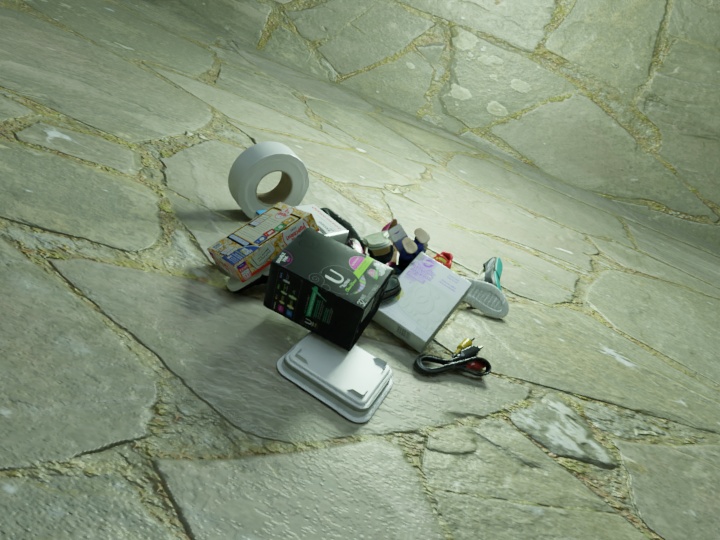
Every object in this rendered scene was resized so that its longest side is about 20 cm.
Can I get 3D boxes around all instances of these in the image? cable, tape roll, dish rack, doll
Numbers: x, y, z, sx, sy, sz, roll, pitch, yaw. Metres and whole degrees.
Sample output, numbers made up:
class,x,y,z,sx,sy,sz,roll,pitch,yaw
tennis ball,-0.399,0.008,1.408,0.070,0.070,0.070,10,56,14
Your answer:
class,x,y,z,sx,sy,sz,roll,pitch,yaw
cable,0.205,0.207,1.149,0.200,0.050,0.097,-14,62,-30
tape roll,-0.235,-0.228,1.369,0.202,0.203,0.071,-4,38,-38
dish rack,-0.038,0.181,0.999,0.200,0.044,0.172,29,31,13
doll,0.121,-0.032,1.322,0.136,0.200,0.048,-37,73,-13

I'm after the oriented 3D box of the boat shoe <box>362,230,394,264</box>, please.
class,x,y,z,sx,sy,sz,roll,pitch,yaw
boat shoe,0.047,-0.059,1.340,0.075,0.062,0.200,-15,14,1

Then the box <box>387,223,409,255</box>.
class,x,y,z,sx,sy,sz,roll,pitch,yaw
box,0.113,-0.059,1.369,0.039,0.041,0.200,61,4,24

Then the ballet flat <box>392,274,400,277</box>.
class,x,y,z,sx,sy,sz,roll,pitch,yaw
ballet flat,0.118,0.049,1.295,0.200,0.072,0.072,33,31,17

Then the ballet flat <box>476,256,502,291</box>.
class,x,y,z,sx,sy,sz,roll,pitch,yaw
ballet flat,0.372,0.023,1.520,0.073,0.073,0.200,24,30,3

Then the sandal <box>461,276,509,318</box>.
class,x,y,z,sx,sy,sz,roll,pitch,yaw
sandal,0.304,0.064,1.412,0.202,0.083,0.050,26,-14,-8

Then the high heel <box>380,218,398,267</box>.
class,x,y,z,sx,sy,sz,roll,pitch,yaw
high heel,0.079,-0.060,1.416,0.067,0.096,0.200,20,29,-5

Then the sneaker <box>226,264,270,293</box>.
class,x,y,z,sx,sy,sz,roll,pitch,yaw
sneaker,-0.182,0.014,1.147,0.200,0.112,0.073,-40,32,-24

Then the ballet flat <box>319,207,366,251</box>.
class,x,y,z,sx,sy,sz,roll,pitch,yaw
ballet flat,-0.046,-0.111,1.449,0.200,0.066,0.057,45,20,30

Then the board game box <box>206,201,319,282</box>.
class,x,y,z,sx,sy,sz,roll,pitch,yaw
board game box,-0.210,-0.067,1.133,0.200,0.046,0.151,-37,34,-21

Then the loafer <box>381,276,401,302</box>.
class,x,y,z,sx,sy,sz,roll,pitch,yaw
loafer,-0.010,0.036,1.156,0.200,0.063,0.072,-8,40,0

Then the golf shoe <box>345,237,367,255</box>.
class,x,y,z,sx,sy,sz,roll,pitch,yaw
golf shoe,0.000,0.000,1.300,0.092,0.073,0.200,20,36,-25

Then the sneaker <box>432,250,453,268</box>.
class,x,y,z,sx,sy,sz,roll,pitch,yaw
sneaker,0.196,-0.004,1.417,0.077,0.085,0.200,29,30,13

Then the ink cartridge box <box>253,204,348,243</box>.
class,x,y,z,sx,sy,sz,roll,pitch,yaw
ink cartridge box,-0.152,-0.088,1.316,0.145,0.084,0.200,40,33,27

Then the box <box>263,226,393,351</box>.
class,x,y,z,sx,sy,sz,roll,pitch,yaw
box,-0.065,0.032,1.040,0.200,0.124,0.149,27,39,11

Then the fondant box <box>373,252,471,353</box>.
class,x,y,z,sx,sy,sz,roll,pitch,yaw
fondant box,0.139,0.068,1.206,0.144,0.058,0.200,33,57,18
